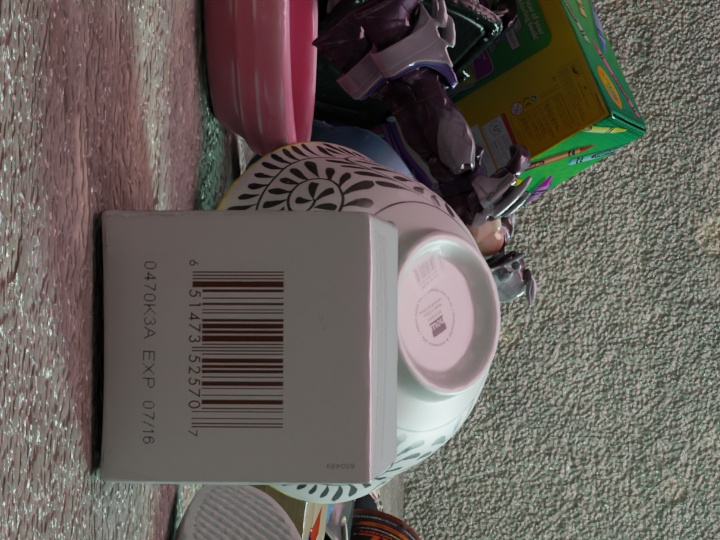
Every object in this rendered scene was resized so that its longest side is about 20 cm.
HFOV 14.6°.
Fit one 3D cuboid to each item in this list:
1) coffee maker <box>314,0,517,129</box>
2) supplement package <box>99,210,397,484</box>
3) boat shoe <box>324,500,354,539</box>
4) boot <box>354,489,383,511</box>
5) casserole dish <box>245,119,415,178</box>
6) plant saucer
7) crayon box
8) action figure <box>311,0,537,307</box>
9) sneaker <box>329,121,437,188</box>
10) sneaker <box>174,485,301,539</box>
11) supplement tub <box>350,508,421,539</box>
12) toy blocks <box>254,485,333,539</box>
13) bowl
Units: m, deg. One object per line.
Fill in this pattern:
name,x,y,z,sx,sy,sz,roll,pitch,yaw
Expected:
coffee maker,-0.007,-0.206,1.779,0.135,0.192,0.200,33,44,-45
supplement package,-0.045,0.033,1.257,0.200,0.117,0.117,17,72,-86
boat shoe,-0.035,0.143,1.758,0.068,0.072,0.200,-95,-173,-87
boot,-0.009,0.264,2.190,0.154,0.073,0.204,-88,179,-68
casserole dish,0.000,0.000,1.711,0.200,0.121,0.039,59,39,-21
plant saucer,-0.056,-0.158,1.587,0.201,0.051,0.201,1,90,-86
crayon box,0.091,-0.151,1.836,0.058,0.119,0.200,17,47,-58
action figure,0.053,-0.066,1.618,0.200,0.069,0.130,62,-18,-9
sneaker,-0.003,-0.074,1.833,0.081,0.083,0.200,93,-27,-43
sneaker,-0.071,0.196,1.395,0.082,0.074,0.200,-54,-154,37
supplement tub,-0.003,0.245,1.993,0.200,0.107,0.107,-76,165,-77
toy blocks,-0.039,0.108,1.644,0.200,0.100,0.137,-67,168,-52
bowl,0.013,0.025,1.518,0.201,0.094,0.201,6,82,-47
